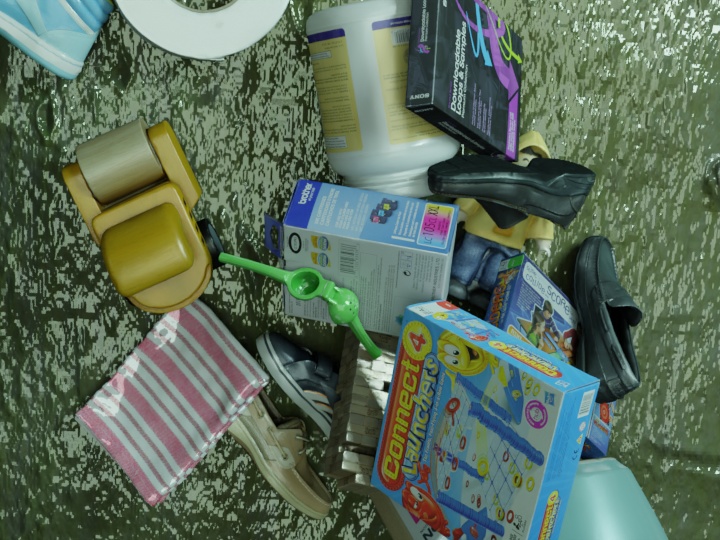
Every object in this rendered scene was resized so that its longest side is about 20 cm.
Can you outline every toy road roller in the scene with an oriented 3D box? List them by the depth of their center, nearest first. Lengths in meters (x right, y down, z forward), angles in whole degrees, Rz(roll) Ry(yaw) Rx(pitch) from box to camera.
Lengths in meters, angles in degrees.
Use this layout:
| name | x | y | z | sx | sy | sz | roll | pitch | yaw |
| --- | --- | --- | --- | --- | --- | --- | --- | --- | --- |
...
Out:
| name | x | y | z | sx | sy | sz | roll | pitch | yaw |
| --- | --- | --- | --- | --- | --- | --- | --- | --- | --- |
| toy road roller | -0.228 | -0.052 | 1.164 | 0.122 | 0.146 | 0.201 | -24 | 100 | 1 |

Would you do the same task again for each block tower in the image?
| name | x | y | z | sx | sy | sz | roll | pitch | yaw |
| --- | --- | --- | --- | --- | --- | --- | --- | --- | --- |
| block tower | 0.007 | 0.132 | 1.180 | 0.054 | 0.058 | 0.201 | 16 | 67 | -20 |

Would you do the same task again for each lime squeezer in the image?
| name | x | y | z | sx | sy | sz | roll | pitch | yaw |
| --- | --- | --- | --- | --- | --- | --- | --- | --- | --- |
| lime squeezer | -0.045 | 0.025 | 1.109 | 0.200 | 0.071 | 0.038 | 32 | 76 | -16 |

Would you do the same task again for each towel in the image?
| name | x | y | z | sx | sy | sz | roll | pitch | yaw |
| --- | --- | --- | --- | --- | --- | --- | --- | --- | --- |
| towel | -0.210 | 0.141 | 1.227 | 0.146 | 0.030 | 0.200 | 44 | 96 | 17 |

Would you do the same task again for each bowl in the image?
| name | x | y | z | sx | sy | sz | roll | pitch | yaw |
| --- | --- | --- | --- | --- | --- | --- | --- | --- | --- |
| bowl | 0.237 | 0.270 | 1.237 | 0.200 | 0.201 | 0.106 | -8 | 76 | -1 |

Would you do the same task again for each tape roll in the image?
| name | x | y | z | sx | sy | sz | roll | pitch | yaw |
| --- | --- | --- | --- | --- | --- | --- | --- | --- | --- |
| tape roll | -0.167 | -0.322 | 1.159 | 0.202 | 0.037 | 0.204 | -2 | 98 | -13 |

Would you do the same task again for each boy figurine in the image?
| name | x | y | z | sx | sy | sz | roll | pitch | yaw |
| --- | --- | --- | --- | --- | --- | --- | --- | --- | --- |
| boy figurine | 0.163 | -0.056 | 1.226 | 0.124 | 0.064 | 0.201 | 26 | 101 | -4 |

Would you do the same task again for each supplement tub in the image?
| name | x | y | z | sx | sy | sz | roll | pitch | yaw |
| --- | --- | --- | --- | --- | --- | --- | --- | --- | --- |
| supplement tub | 0.027 | -0.178 | 1.155 | 0.145 | 0.145 | 0.201 | -9 | 101 | -1 |

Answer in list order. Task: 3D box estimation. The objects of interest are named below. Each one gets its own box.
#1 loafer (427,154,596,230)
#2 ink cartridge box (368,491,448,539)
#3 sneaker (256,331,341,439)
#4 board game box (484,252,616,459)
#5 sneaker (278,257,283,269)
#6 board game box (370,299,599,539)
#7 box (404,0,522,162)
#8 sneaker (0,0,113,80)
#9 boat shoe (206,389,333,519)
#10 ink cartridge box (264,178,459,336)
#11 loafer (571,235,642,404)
| name | x | y | z | sx | sy | sz | roll | pitch | yaw |
| --- | --- | --- | --- | --- | --- | --- | --- | --- | --- |
| loafer | 0.154 | -0.075 | 1.134 | 0.199 | 0.073 | 0.073 | 1 | 112 | -27 |
| ink cartridge box | 0.114 | 0.227 | 1.216 | 0.075 | 0.165 | 0.200 | 36 | 96 | -26 |
| sneaker | -0.032 | 0.131 | 1.242 | 0.079 | 0.078 | 0.200 | -36 | 111 | 8 |
| board game box | 0.210 | 0.094 | 1.197 | 0.034 | 0.136 | 0.200 | -19 | 128 | 43 |
| sneaker | 0.000 | 0.000 | 1.233 | 0.199 | 0.075 | 0.087 | 30 | 109 | -1 |
| board game box | 0.110 | 0.157 | 1.042 | 0.056 | 0.195 | 0.201 | -8 | 116 | -43 |
| box | 0.109 | -0.203 | 1.119 | 0.036 | 0.200 | 0.144 | -4 | 78 | 33 |
| sneaker | -0.347 | -0.308 | 1.150 | 0.200 | 0.080 | 0.131 | 37 | 98 | -18 |
| boat shoe | -0.091 | 0.196 | 1.252 | 0.064 | 0.071 | 0.200 | -39 | 98 | 5 |
| ink cartridge box | -0.007 | -0.012 | 1.129 | 0.199 | 0.077 | 0.137 | 9 | 136 | 6 |
| loafer | 0.273 | 0.048 | 1.200 | 0.070 | 0.201 | 0.068 | -21 | 140 | 35 |
